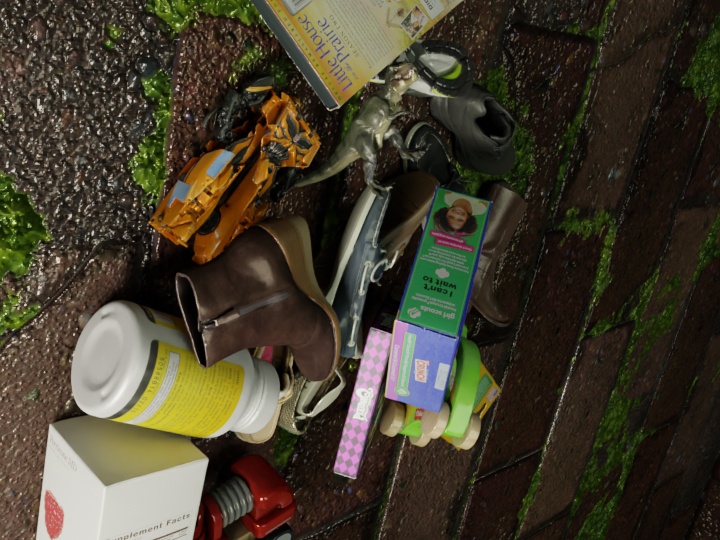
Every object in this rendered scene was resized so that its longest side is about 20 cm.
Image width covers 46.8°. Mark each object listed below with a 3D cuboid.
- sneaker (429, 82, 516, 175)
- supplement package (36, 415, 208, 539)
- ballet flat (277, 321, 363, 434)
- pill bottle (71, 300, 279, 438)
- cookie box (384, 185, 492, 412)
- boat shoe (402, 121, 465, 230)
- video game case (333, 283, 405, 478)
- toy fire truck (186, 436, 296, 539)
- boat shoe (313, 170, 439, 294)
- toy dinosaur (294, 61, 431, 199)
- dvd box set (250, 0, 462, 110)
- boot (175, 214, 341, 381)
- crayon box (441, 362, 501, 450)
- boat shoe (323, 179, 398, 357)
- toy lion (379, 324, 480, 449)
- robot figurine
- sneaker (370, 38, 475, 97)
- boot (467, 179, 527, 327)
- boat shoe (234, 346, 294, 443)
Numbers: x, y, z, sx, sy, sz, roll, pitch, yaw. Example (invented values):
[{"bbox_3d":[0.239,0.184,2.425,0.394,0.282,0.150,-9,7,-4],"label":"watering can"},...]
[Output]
[{"bbox_3d":[0.164,-0.175,1.077,0.076,0.090,0.200,-60,143,-4],"label":"sneaker"},{"bbox_3d":[-0.252,0.260,0.859,0.119,0.121,0.202,-6,116,-45],"label":"supplement package"},{"bbox_3d":[-0.039,0.117,1.042,0.068,0.075,0.201,32,88,-45],"label":"ballet flat"},{"bbox_3d":[-0.178,0.108,0.843,0.199,0.111,0.112,25,94,-45],"label":"pill bottle"},{"bbox_3d":[0.091,0.035,0.981,0.172,0.074,0.201,95,11,-53],"label":"cookie box"},{"bbox_3d":[0.108,-0.101,1.078,0.074,0.066,0.201,-37,136,-26],"label":"boat shoe"},{"bbox_3d":[0.020,0.138,1.081,0.181,0.035,0.202,-52,157,-71],"label":"video game case"},{"bbox_3d":[-0.169,0.259,0.971,0.175,0.128,0.201,-23,138,-37],"label":"toy fire truck"},{"bbox_3d":[0.022,-0.041,1.025,0.200,0.071,0.065,-43,144,-6],"label":"boat shoe"},{"bbox_3d":[0.016,-0.133,0.886,0.200,0.088,0.048,-45,-176,32],"label":"toy dinosaur"},{"bbox_3d":[0.000,-0.278,0.830,0.200,0.029,0.147,-45,108,-20],"label":"dvd box set"},{"bbox_3d":[-0.102,0.056,0.837,0.166,0.072,0.202,-35,123,-42],"label":"boot"},{"bbox_3d":[0.138,0.186,1.298,0.126,0.051,0.200,-52,140,-11],"label":"crayon box"},{"bbox_3d":[0.000,0.000,0.939,0.061,0.075,0.202,19,90,-6],"label":"boat shoe"},{"bbox_3d":[0.100,0.133,1.108,0.068,0.200,0.194,21,74,-18],"label":"toy lion"},{"bbox_3d":[-0.115,-0.096,0.842,0.201,0.058,0.145,-54,143,-9],"label":"robot figurine"},{"bbox_3d":[0.026,-0.226,0.907,0.198,0.081,0.075,13,83,-31],"label":"sneaker"},{"bbox_3d":[0.208,-0.025,1.246,0.186,0.064,0.202,23,90,-53],"label":"boot"},{"bbox_3d":[-0.113,0.127,0.972,0.073,0.069,0.202,-20,126,-38],"label":"boat shoe"}]
